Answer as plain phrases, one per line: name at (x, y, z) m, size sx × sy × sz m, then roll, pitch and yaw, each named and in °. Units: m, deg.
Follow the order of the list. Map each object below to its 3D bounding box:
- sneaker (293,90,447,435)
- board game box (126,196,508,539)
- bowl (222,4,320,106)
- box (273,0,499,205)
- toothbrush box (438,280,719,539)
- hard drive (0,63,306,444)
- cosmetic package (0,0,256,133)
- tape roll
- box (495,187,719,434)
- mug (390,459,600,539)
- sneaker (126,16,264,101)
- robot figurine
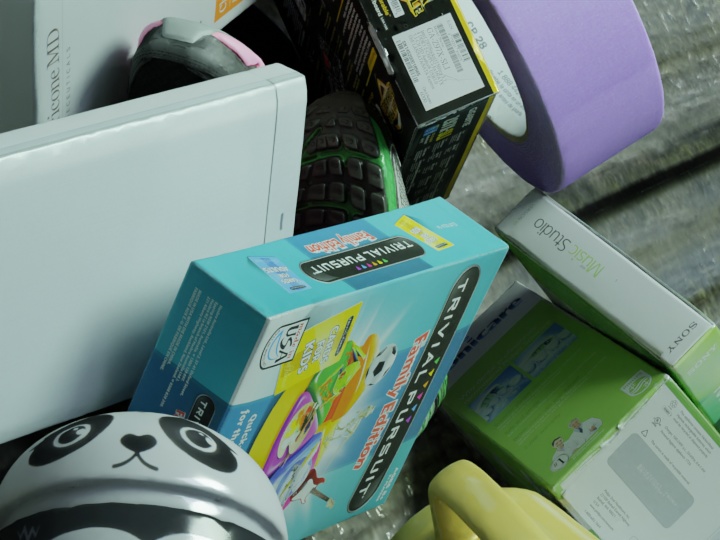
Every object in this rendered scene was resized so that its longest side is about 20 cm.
sneaker at (0.000, 0.000, 1.338) m, size 0.085 × 0.078 × 0.200 m, roll -45°, pitch 138°, yaw -48°
board game box at (-0.028, 0.055, 1.200) m, size 0.047 × 0.151 × 0.200 m, roll 36°, pitch 26°, yaw 23°
bowl at (-0.064, -0.064, 1.399) m, size 0.201 × 0.039 × 0.201 m, roll 41°, pitch 33°, yaw -34°
box at (0.005, -0.123, 1.362) m, size 0.160 × 0.049 × 0.200 m, roll 64°, pitch -10°, yaw 10°
toothbrush box at (0.132, 0.104, 1.424) m, size 0.146 × 0.086 × 0.200 m, roll 48°, pitch -6°, yaw -22°
hard drive at (-0.106, -0.005, 1.127) m, size 0.027 × 0.132 × 0.200 m, roll 28°, pitch 32°, yaw 37°
cosmetic package at (-0.114, -0.141, 1.233) m, size 0.071 × 0.102 × 0.200 m, roll 26°, pitch 45°, yaw 22°
tape roll at (0.073, -0.140, 1.385) m, size 0.200 × 0.066 × 0.200 m, roll 55°, pitch -9°, yaw 13°
box at (0.163, 0.049, 1.431) m, size 0.144 × 0.036 × 0.200 m, roll 40°, pitch -4°, yaw 40°
mug at (0.085, 0.168, 1.277) m, size 0.149 × 0.187 × 0.153 m, roll -9°, pitch 41°, yaw -37°
sneaker at (-0.079, -0.018, 1.221) m, size 0.095 × 0.079 × 0.200 m, roll -58°, pitch 154°, yaw -44°
robot figurine at (-0.088, 0.152, 1.037) m, size 0.150 × 0.125 × 0.200 m, roll 29°, pitch 50°, yaw -39°
